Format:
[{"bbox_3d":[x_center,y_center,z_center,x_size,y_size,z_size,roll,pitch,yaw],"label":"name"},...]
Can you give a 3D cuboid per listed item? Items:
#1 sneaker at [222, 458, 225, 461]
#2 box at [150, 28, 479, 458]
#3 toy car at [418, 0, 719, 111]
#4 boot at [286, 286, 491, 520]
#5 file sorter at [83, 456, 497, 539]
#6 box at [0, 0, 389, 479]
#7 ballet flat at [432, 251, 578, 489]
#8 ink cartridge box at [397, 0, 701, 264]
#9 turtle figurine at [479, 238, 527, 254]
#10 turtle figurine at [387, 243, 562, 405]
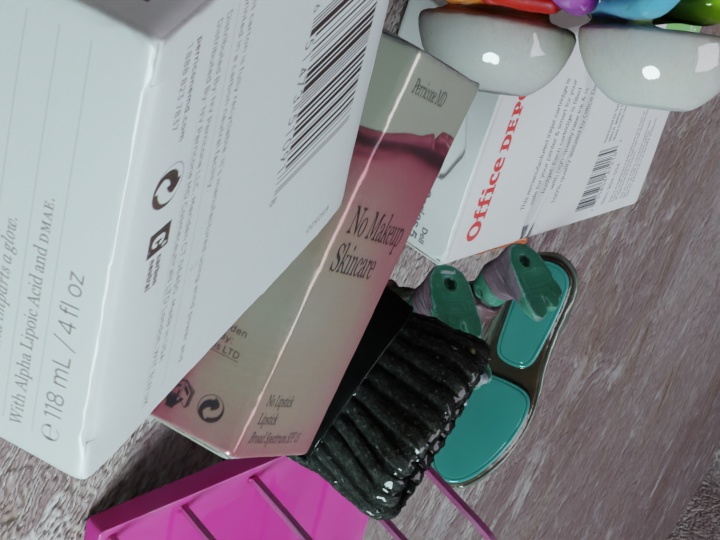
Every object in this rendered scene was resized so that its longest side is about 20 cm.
[{"bbox_3d":[-0.024,0.052,1.495,0.074,0.079,0.201,-50,159,-38],"label":"sneaker"},{"bbox_3d":[-0.044,-0.026,1.222,0.201,0.109,0.128,-65,165,4],"label":"box"},{"bbox_3d":[0.107,-0.176,1.338,0.150,0.199,0.176,8,90,-69],"label":"toy car"},{"bbox_3d":[0.000,0.001,1.325,0.212,0.157,0.079,-65,166,5],"label":"boot"},{"bbox_3d":[-0.039,0.186,1.434,0.199,0.125,0.139,-21,141,-34],"label":"file sorter"},{"bbox_3d":[-0.087,-0.075,0.936,0.200,0.130,0.200,-48,159,-46],"label":"box"},{"bbox_3d":[0.113,0.081,2.063,0.201,0.067,0.064,-63,173,-5],"label":"ballet flat"},{"bbox_3d":[0.098,-0.100,1.557,0.200,0.084,0.146,-17,133,-49],"label":"ink cartridge box"},{"bbox_3d":[0.114,-0.116,1.716,0.200,0.064,0.162,-42,149,-19],"label":"turtle figurine"},{"bbox_3d":[0.026,0.053,1.601,0.150,0.101,0.200,-39,178,-42],"label":"turtle figurine"}]
